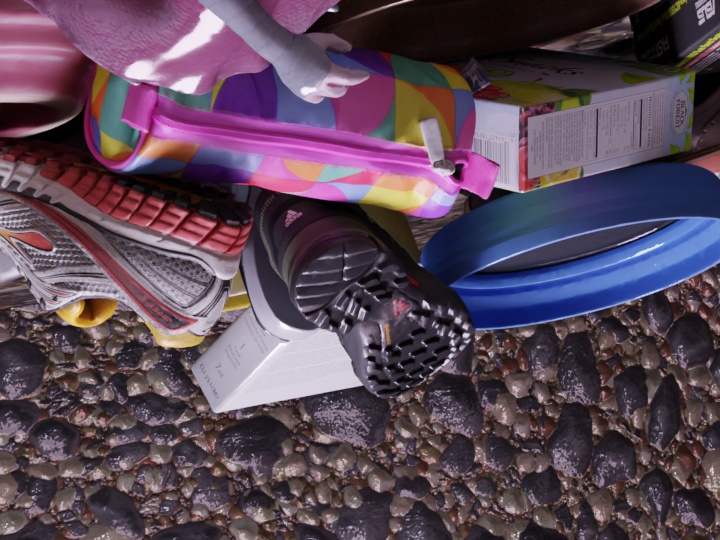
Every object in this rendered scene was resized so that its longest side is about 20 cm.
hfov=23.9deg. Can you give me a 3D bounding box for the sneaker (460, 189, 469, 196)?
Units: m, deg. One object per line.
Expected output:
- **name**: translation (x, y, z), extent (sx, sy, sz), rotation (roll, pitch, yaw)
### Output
- **sneaker**: translation (0.127, -0.093, 1.330), extent (0.077, 0.112, 0.200), rotation (-10, 178, 24)

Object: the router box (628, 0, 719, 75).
- **router box**: translation (0.243, -0.160, 0.953), extent (0.149, 0.062, 0.200), rotation (-10, 177, -4)

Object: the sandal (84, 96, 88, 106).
- **sandal**: translation (-0.093, -0.109, 0.911), extent (0.082, 0.050, 0.202), rotation (-8, 176, -42)

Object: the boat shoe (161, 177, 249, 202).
- **boat shoe**: translation (-0.107, -0.021, 0.975), extent (0.074, 0.066, 0.199), rotation (24, 152, -18)

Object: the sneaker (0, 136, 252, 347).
- **sneaker**: translation (-0.151, -0.017, 0.830), extent (0.200, 0.082, 0.078), rotation (18, -169, 26)

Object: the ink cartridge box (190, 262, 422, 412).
- **ink cartridge box**: translation (0.010, 0.024, 1.149), extent (0.200, 0.044, 0.174), rotation (-7, 150, -47)

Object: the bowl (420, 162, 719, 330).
- **bowl**: translation (0.130, -0.013, 1.031), extent (0.200, 0.039, 0.201), rotation (-12, 164, -3)

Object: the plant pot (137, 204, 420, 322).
- **plant pot**: translation (-0.067, -0.052, 1.176), extent (0.199, 0.142, 0.200), rotation (-10, 177, 0)

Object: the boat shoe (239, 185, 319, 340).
- **boat shoe**: translation (-0.056, -0.037, 1.041), extent (0.070, 0.200, 0.066), rotation (14, 142, -31)

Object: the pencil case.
- **pencil case**: translation (-0.033, -0.076, 0.836), extent (0.200, 0.089, 0.088), rotation (6, 169, -30)

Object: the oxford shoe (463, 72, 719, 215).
- **oxford shoe**: translation (0.154, -0.083, 1.077), extent (0.200, 0.073, 0.071), rotation (-23, -138, -4)

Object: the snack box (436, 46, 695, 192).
- **snack box**: translation (0.073, -0.096, 0.996), extent (0.142, 0.053, 0.200), rotation (-14, -159, -38)

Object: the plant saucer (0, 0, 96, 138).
- **plant saucer**: translation (-0.215, -0.092, 0.837), extent (0.200, 0.051, 0.201), rotation (-11, 176, -1)

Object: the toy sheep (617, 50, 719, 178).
- **toy sheep**: translation (0.237, -0.110, 1.273), extent (0.200, 0.138, 0.138), rotation (-25, -178, -19)

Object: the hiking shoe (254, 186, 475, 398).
- **hiking shoe**: translation (0.000, 0.000, 0.947), extent (0.076, 0.101, 0.200), rotation (-34, 150, 2)

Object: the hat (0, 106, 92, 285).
- **hat**: translation (-0.210, -0.037, 0.986), extent (0.200, 0.081, 0.201), rotation (-13, -156, 6)

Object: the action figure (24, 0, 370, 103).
- **action figure**: translation (-0.035, -0.135, 0.518), extent (0.149, 0.134, 0.200), rotation (32, 161, 2)

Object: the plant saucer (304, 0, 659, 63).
- **plant saucer**: translation (0.063, -0.145, 0.889), extent (0.200, 0.037, 0.200), rotation (-9, 177, 0)
